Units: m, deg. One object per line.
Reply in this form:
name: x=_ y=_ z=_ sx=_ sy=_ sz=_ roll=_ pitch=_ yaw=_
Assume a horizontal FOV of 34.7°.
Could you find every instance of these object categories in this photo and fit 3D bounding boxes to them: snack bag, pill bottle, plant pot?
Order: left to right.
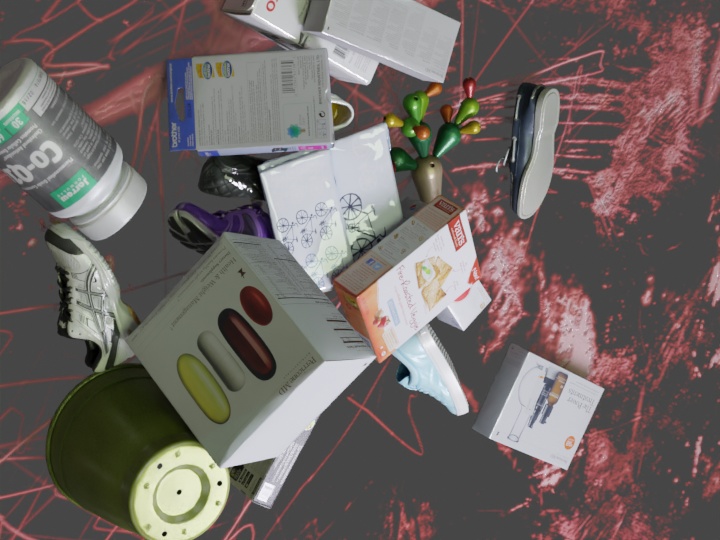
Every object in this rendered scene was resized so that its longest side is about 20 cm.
pill bottle: x=-0.341 y=-0.132 z=1.300 sx=0.113 sy=0.113 sz=0.200 roll=-51 pitch=124 yaw=-11
plant pot: x=-0.257 y=0.239 z=1.412 sx=0.199 sy=0.193 sz=0.202 roll=-10 pitch=109 yaw=-32
snack bag: x=-0.027 y=-0.076 z=1.506 sx=0.199 sy=0.021 sz=0.190 roll=-22 pitch=111 yaw=-25

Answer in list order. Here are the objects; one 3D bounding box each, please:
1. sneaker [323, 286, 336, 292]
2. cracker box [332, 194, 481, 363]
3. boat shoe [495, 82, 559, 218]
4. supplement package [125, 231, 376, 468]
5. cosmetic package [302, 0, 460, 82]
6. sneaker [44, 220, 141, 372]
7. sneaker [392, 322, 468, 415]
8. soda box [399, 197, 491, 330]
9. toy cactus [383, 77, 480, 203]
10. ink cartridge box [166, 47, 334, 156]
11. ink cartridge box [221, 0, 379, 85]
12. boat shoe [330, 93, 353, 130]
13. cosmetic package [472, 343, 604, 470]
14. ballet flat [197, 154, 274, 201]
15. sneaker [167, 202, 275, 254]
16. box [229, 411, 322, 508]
sneaker: x=0.000 y=0.000 z=1.596 sx=0.199 sy=0.072 sz=0.073 roll=6 pitch=97 yaw=-38
cracker box: x=0.067 y=0.011 z=1.554 sx=0.200 sy=0.058 sz=0.134 roll=-40 pitch=137 yaw=-20
boat shoe: x=0.246 y=-0.178 z=1.714 sx=0.075 sy=0.062 sz=0.201 roll=-22 pitch=125 yaw=-45
supplement package: x=-0.131 y=0.094 z=1.381 sx=0.191 sy=0.200 sz=0.147 roll=-46 pitch=161 yaw=16
cosmetic package: x=0.028 y=-0.304 z=1.438 sx=0.199 sy=0.051 sz=0.083 roll=16 pitch=90 yaw=-37
sneaker: x=-0.331 y=0.038 z=1.378 sx=0.088 sy=0.076 sz=0.201 roll=-37 pitch=120 yaw=-20
sneaker: x=0.096 y=0.152 z=1.716 sx=0.082 sy=0.074 sz=0.200 roll=-25 pitch=126 yaw=7
soda box: x=0.109 y=-0.008 z=1.670 sx=0.068 sy=0.064 sz=0.200 roll=-45 pitch=124 yaw=-15
toy cactus: x=0.095 y=-0.171 z=1.608 sx=0.200 sy=0.102 sz=0.166 roll=-35 pitch=130 yaw=-31
ink cartridge box: x=-0.134 y=-0.203 z=1.407 sx=0.199 sy=0.042 sz=0.120 roll=-4 pitch=84 yaw=-3
ink cartridge box: x=-0.054 y=-0.344 z=1.453 sx=0.199 sy=0.083 sz=0.147 roll=25 pitch=88 yaw=-37
boat shoe: x=-0.095 y=-0.191 z=1.466 sx=0.201 sy=0.086 sz=0.075 roll=-7 pitch=107 yaw=-32
cosmetic package: x=0.290 y=0.223 z=1.867 sx=0.199 sy=0.052 sz=0.151 roll=25 pitch=91 yaw=-36
ballet flat: x=-0.120 y=-0.109 z=1.503 sx=0.199 sy=0.067 sz=0.057 roll=16 pitch=131 yaw=-34
sneaker: x=-0.162 y=-0.054 z=1.481 sx=0.199 sy=0.080 sz=0.084 roll=21 pitch=77 yaw=-46
box: x=-0.111 y=0.205 z=1.553 sx=0.035 sy=0.110 sz=0.201 roll=31 pitch=86 yaw=-36
